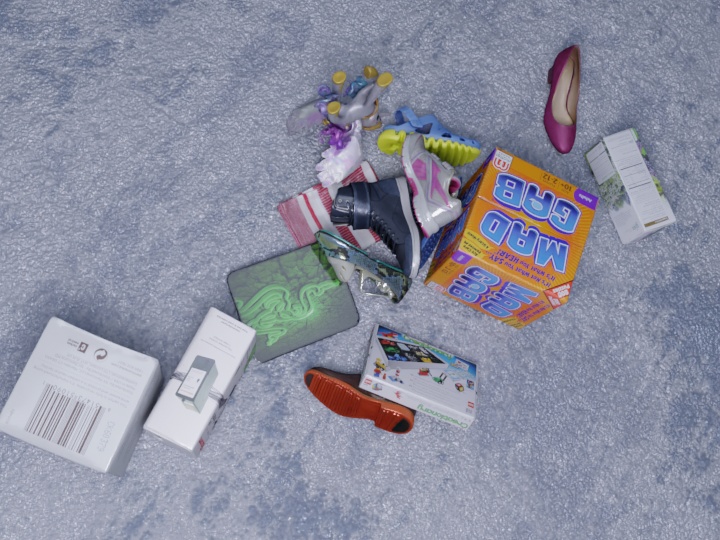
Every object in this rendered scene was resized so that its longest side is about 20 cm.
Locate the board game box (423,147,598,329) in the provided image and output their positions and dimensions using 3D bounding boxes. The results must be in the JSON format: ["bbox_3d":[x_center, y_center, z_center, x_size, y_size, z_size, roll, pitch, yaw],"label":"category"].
[{"bbox_3d":[0.256,-0.049,1.343,0.198,0.200,0.202,25,70,-4],"label":"board game box"}]

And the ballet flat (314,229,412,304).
[{"bbox_3d":[0.000,0.000,1.328,0.198,0.074,0.075,26,70,-18],"label":"ballet flat"}]

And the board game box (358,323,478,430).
[{"bbox_3d":[0.102,0.176,1.302,0.197,0.035,0.127,23,39,-5],"label":"board game box"}]

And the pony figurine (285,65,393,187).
[{"bbox_3d":[-0.027,-0.268,1.362,0.191,0.200,0.168,-29,77,-6],"label":"pony figurine"}]

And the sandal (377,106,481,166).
[{"bbox_3d":[0.132,-0.253,1.443,0.197,0.080,0.088,12,68,-11],"label":"sandal"}]

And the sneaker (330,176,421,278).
[{"bbox_3d":[0.023,-0.070,1.322,0.144,0.077,0.205,-4,55,-12],"label":"sneaker"}]

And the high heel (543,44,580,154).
[{"bbox_3d":[0.403,-0.335,1.515,0.066,0.096,0.203,-1,74,-13],"label":"high heel"}]

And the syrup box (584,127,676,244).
[{"bbox_3d":[0.521,-0.162,1.502,0.080,0.079,0.203,-18,79,-17],"label":"syrup box"}]

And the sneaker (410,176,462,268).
[{"bbox_3d":[0.112,-0.095,1.402,0.077,0.070,0.202,23,76,19],"label":"sneaker"}]

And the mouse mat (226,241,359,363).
[{"bbox_3d":[-0.113,0.050,1.322,0.197,0.008,0.163,-20,87,-14],"label":"mouse mat"}]

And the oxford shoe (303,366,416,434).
[{"bbox_3d":[0.001,0.204,1.296,0.198,0.072,0.073,25,42,-2],"label":"oxford shoe"}]

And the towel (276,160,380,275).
[{"bbox_3d":[-0.033,-0.098,1.388,0.198,0.023,0.145,-29,83,-19],"label":"towel"}]

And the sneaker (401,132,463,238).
[{"bbox_3d":[0.127,-0.155,1.339,0.087,0.081,0.203,-17,64,10],"label":"sneaker"}]

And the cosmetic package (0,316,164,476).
[{"bbox_3d":[-0.395,0.191,1.127,0.163,0.200,0.167,24,71,-5],"label":"cosmetic package"}]

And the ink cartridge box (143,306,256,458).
[{"bbox_3d":[-0.242,0.177,1.193,0.083,0.146,0.202,27,71,1],"label":"ink cartridge box"}]
